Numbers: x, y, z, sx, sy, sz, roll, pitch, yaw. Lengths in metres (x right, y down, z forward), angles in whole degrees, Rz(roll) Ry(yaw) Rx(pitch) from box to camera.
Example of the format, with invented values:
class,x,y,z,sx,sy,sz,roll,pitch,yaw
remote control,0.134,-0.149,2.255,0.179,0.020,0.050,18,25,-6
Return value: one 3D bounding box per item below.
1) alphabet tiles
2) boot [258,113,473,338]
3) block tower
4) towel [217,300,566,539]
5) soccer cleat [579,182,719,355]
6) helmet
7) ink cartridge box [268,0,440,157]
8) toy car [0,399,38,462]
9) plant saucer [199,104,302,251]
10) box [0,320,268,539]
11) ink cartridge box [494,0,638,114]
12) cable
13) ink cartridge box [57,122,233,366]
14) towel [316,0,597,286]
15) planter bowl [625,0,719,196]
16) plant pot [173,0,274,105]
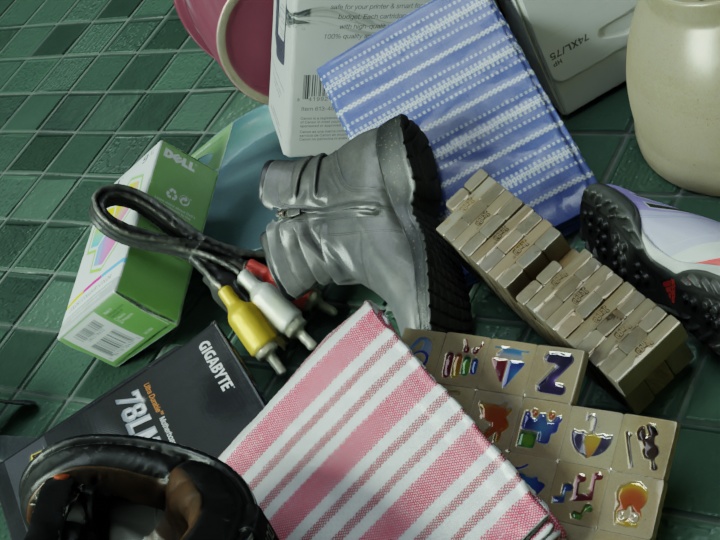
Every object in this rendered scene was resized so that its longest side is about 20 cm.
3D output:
class,x,y,z,sx,sy,sz,roll,pitch,yaw
alphabet tiles,0.084,0.122,0.793,0.198,0.008,0.169,6,71,37
boot,0.000,0.000,0.951,0.131,0.070,0.202,-20,64,24
block tower,0.127,0.012,0.869,0.054,0.058,0.200,-44,44,-2
towel,0.011,0.131,0.801,0.146,0.030,0.200,-45,55,5
soccer cleat,0.212,-0.006,0.860,0.073,0.069,0.200,-16,29,-20
helmet,-0.134,0.209,0.744,0.198,0.193,0.200,3,24,-2
ink cartridge box,0.008,-0.197,1.048,0.143,0.202,0.085,-4,36,-13
toy car,-0.341,0.142,1.031,0.198,0.159,0.164,-11,25,-16
plant saucer,-0.072,-0.077,1.148,0.198,0.028,0.201,-19,39,16
box,-0.142,0.151,0.928,0.198,0.050,0.200,-34,39,-3
ink cartridge box,0.165,-0.256,1.086,0.146,0.147,0.201,-29,38,2
cable,-0.104,-0.012,1.003,0.097,0.200,0.050,-47,-2,-36
ink cartridge box,-0.171,-0.034,1.086,0.104,0.059,0.202,-32,38,46
towel,0.072,-0.096,0.985,0.144,0.024,0.201,-28,77,7
planter bowl,0.269,-0.169,0.931,0.198,0.135,0.201,-18,40,16
plant pot,-0.066,-0.238,1.171,0.198,0.201,0.180,-25,33,8
